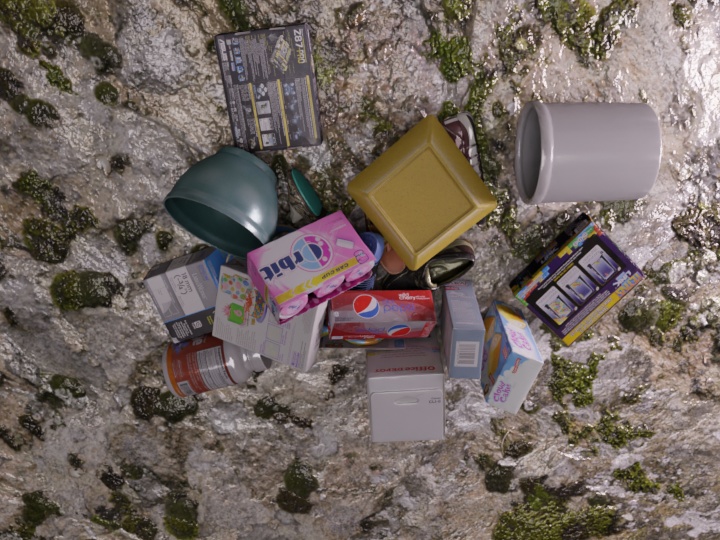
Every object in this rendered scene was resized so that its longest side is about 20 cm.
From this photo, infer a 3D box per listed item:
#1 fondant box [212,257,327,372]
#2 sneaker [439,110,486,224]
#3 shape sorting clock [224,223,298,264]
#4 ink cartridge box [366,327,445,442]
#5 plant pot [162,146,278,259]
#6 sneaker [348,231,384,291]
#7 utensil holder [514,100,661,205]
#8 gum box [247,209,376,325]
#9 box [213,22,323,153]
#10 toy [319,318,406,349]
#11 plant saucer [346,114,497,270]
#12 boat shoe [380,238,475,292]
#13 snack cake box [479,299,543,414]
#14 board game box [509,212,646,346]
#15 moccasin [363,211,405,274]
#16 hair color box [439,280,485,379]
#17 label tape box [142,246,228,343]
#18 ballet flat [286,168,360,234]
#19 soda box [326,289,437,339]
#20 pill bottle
[{"bbox_3d":[-0.165,0.078,1.184,0.196,0.058,0.147,19,114,12],"label":"fondant box"},{"bbox_3d":[0.161,-0.175,1.172,0.113,0.076,0.205,-9,104,13],"label":"sneaker"},{"bbox_3d":[-0.163,0.011,1.251,0.195,0.039,0.205,-3,109,-9],"label":"shape sorting clock"},{"bbox_3d":[0.084,0.209,1.257,0.142,0.201,0.148,-3,113,3],"label":"ink cartridge box"},{"bbox_3d":[-0.223,-0.127,1.136,0.197,0.200,0.136,27,70,-10],"label":"plant pot"},{"bbox_3d":[0.000,0.000,1.219,0.077,0.071,0.201,-4,146,-39],"label":"sneaker"},{"bbox_3d":[0.376,-0.197,1.100,0.195,0.171,0.174,0,113,-1],"label":"utensil holder"},{"bbox_3d":[-0.080,-0.009,1.106,0.197,0.114,0.067,-27,157,-22],"label":"gum box"},{"bbox_3d":[-0.155,-0.310,1.125,0.157,0.049,0.204,-6,113,5],"label":"box"},{"bbox_3d":[-0.011,0.106,1.260,0.195,0.116,0.048,-3,116,3],"label":"toy"},{"bbox_3d":[0.105,-0.124,1.121,0.199,0.049,0.201,-37,102,16],"label":"plant saucer"},{"bbox_3d":[0.127,0.006,1.243,0.198,0.066,0.073,-26,111,11],"label":"boat shoe"},{"bbox_3d":[0.272,0.158,1.232,0.066,0.201,0.117,20,112,-7],"label":"snack cake box"},{"bbox_3d":[0.413,0.019,1.250,0.165,0.057,0.200,39,108,-16],"label":"board game box"},{"bbox_3d":[0.047,-0.086,1.198,0.072,0.078,0.206,-11,112,-6],"label":"moccasin"},{"bbox_3d":[0.185,0.104,1.210,0.059,0.201,0.101,2,114,1],"label":"hair color box"},{"bbox_3d":[-0.298,0.039,1.266,0.196,0.064,0.147,-18,112,9],"label":"label tape box"},{"bbox_3d":[-0.083,-0.094,1.209,0.075,0.068,0.200,-37,111,25],"label":"ballet flat"},{"bbox_3d":[0.037,0.082,1.207,0.195,0.071,0.064,1,145,-13],"label":"soda box"},{"bbox_3d":[-0.282,0.176,1.298,0.195,0.113,0.114,-14,112,6],"label":"pill bottle"}]
